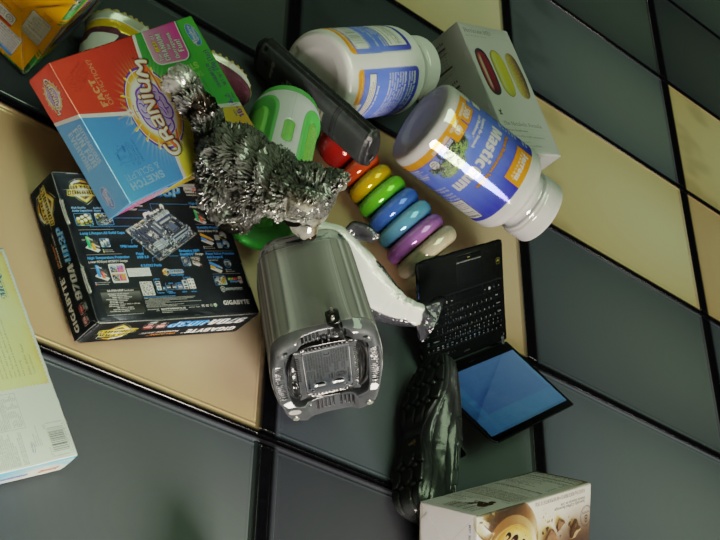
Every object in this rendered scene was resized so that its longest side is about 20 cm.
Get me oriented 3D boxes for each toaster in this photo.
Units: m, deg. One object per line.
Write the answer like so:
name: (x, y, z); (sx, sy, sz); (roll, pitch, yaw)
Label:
toaster: (-0.045, 0.050, 1.272); (0.113, 0.201, 0.130); (-13, 58, -4)

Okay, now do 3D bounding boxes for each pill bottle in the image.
pill bottle: (0.147, -0.124, 1.559); (0.199, 0.112, 0.113); (34, 43, -20)
pill bottle: (0.009, -0.244, 1.584); (0.199, 0.112, 0.113); (-15, 74, -50)

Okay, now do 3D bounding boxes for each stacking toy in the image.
stacking toy: (0.022, -0.090, 1.519); (0.200, 0.085, 0.085); (50, 39, 3)

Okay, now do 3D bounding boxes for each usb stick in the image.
usb stick: (-0.051, -0.197, 1.486); (0.033, 0.056, 0.200); (-33, 64, -29)

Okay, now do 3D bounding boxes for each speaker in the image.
speaker: (-0.094, -0.114, 1.397); (0.088, 0.088, 0.201); (35, 38, -23)

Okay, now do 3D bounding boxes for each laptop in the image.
laptop: (0.159, 0.077, 1.505); (0.177, 0.103, 0.202); (-15, 105, -50)

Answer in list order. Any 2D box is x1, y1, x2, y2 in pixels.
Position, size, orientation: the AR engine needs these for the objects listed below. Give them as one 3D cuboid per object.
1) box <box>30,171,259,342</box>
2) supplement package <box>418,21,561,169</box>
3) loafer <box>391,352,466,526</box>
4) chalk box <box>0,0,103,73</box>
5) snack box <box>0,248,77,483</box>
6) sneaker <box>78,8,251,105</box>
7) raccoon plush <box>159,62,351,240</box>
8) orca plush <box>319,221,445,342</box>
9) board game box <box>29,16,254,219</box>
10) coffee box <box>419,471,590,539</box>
box: (-0.207, -0.015, 1.254); (0.199, 0.046, 0.160); (-3, 65, -46)
supplement package: (0.162, -0.214, 1.717); (0.113, 0.109, 0.201); (-2, 65, -46)
loafer: (0.080, 0.184, 1.390); (0.070, 0.068, 0.202); (37, 47, -32)
chalk box: (-0.310, -0.321, 1.309); (0.125, 0.124, 0.200); (44, 39, -11)
snack box: (-0.325, 0.080, 1.075); (0.116, 0.037, 0.201); (-7, 68, -48)
sneaker: (-0.210, -0.198, 1.371); (0.199, 0.075, 0.091); (19, 59, -28)
raccoon plush: (-0.104, -0.112, 1.212); (0.200, 0.133, 0.097); (50, 53, -22)
orca plush: (0.000, 0.000, 1.431); (0.198, 0.106, 0.071); (19, 5, -5)
board game box: (-0.206, -0.155, 1.267); (0.200, 0.040, 0.154); (-33, 94, -48)
coffee box: (0.154, 0.286, 1.345); (0.199, 0.079, 0.114); (-3, 96, -46)
